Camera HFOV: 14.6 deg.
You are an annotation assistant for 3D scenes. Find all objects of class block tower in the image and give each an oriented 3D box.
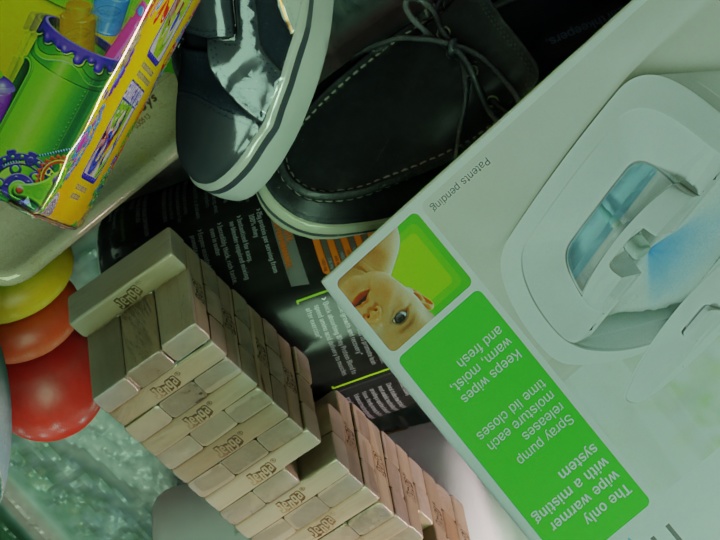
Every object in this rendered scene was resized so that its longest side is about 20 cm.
[{"bbox_3d":[-0.032,0.071,1.120,0.054,0.058,0.200,-34,125,16],"label":"block tower"}]

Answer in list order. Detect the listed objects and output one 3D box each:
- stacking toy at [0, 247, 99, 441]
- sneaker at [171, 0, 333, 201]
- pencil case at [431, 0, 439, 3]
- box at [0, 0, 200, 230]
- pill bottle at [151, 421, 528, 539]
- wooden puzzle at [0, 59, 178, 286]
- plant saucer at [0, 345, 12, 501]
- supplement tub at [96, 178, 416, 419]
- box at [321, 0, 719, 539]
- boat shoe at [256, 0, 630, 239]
[{"bbox_3d":[-0.155,-0.010,1.194,0.085,0.085,0.201,-15,121,4],"label":"stacking toy"},{"bbox_3d":[-0.049,-0.131,1.081,0.079,0.078,0.201,15,91,-32],"label":"sneaker"},{"bbox_3d":[0.078,-0.192,1.110,0.200,0.083,0.087,-38,123,14],"label":"pencil case"},{"bbox_3d":[-0.146,-0.146,0.972,0.200,0.122,0.193,29,89,2],"label":"box"},{"bbox_3d":[0.016,0.130,1.256,0.199,0.114,0.115,-14,118,3],"label":"pill bottle"},{"bbox_3d":[-0.121,-0.122,1.102,0.185,0.046,0.200,-41,116,-23],"label":"wooden puzzle"},{"bbox_3d":[-0.195,0.006,1.154,0.039,0.201,0.201,-36,118,-20],"label":"plant saucer"},{"bbox_3d":[0.000,0.000,1.183,0.199,0.123,0.123,-19,117,6],"label":"supplement tub"},{"bbox_3d":[0.122,0.004,1.038,0.200,0.097,0.177,-41,82,19],"label":"box"},{"bbox_3d":[0.045,-0.080,1.107,0.200,0.075,0.062,-28,158,-9],"label":"boat shoe"}]
